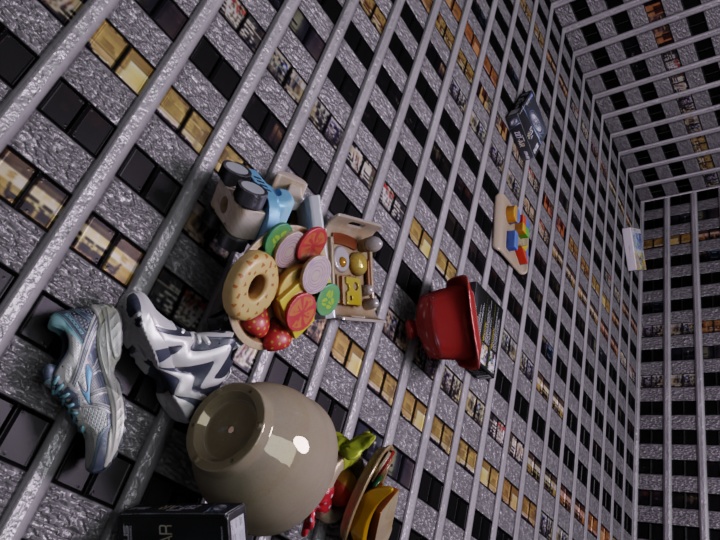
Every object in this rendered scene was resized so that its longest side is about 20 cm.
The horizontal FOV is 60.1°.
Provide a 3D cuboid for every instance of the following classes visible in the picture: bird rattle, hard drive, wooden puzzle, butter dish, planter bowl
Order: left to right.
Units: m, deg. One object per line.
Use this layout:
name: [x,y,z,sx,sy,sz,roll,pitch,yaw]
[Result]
planter bowl: [-0.147,0.233,0.832,0.135,0.198,0.202,55,42,-47]
hard drive: [-0.078,-0.017,1.071,0.026,0.132,0.202,-7,87,-14]
bird rattle: [-0.040,0.362,1.051,0.201,0.112,0.164,-63,146,-35]
butter dish: [0.169,0.119,1.348,0.200,0.146,0.202,130,-46,-84]
wooden puzzle: [0.459,-0.109,1.849,0.199,0.046,0.187,33,57,-44]

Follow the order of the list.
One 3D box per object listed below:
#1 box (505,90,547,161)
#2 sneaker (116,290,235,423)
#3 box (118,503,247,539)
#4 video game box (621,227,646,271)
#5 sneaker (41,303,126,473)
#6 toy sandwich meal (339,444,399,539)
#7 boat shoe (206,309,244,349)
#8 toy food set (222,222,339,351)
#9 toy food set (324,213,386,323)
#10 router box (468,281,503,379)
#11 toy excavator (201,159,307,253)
box: [0.551,-0.480,2.057,0.161,0.043,0.200,61,41,-22]
sneaker: [-0.239,0.093,0.853,0.129,0.079,0.201,-41,115,-41]
box: [-0.210,0.390,0.752,0.043,0.158,0.202,11,73,-70]
video game box: [1.291,-0.099,2.934,0.181,0.046,0.202,-1,83,-50]
sneaker: [-0.336,0.141,0.745,0.086,0.077,0.202,2,73,-40]
toy sandwich meal: [0.030,0.408,1.089,0.206,0.070,0.206,-56,159,-33]
boat shoe: [-0.161,0.055,0.987,0.199,0.071,0.068,-33,109,-43]
toy food set: [-0.112,0.025,0.919,0.198,0.048,0.201,-44,136,-28]
toy food set: [0.000,0.000,1.212,0.143,0.060,0.202,9,74,-52]
router box: [0.296,0.151,1.570,0.149,0.051,0.202,42,51,-37]
toy excavator: [-0.147,-0.106,0.991,0.199,0.195,0.101,8,120,-40]
